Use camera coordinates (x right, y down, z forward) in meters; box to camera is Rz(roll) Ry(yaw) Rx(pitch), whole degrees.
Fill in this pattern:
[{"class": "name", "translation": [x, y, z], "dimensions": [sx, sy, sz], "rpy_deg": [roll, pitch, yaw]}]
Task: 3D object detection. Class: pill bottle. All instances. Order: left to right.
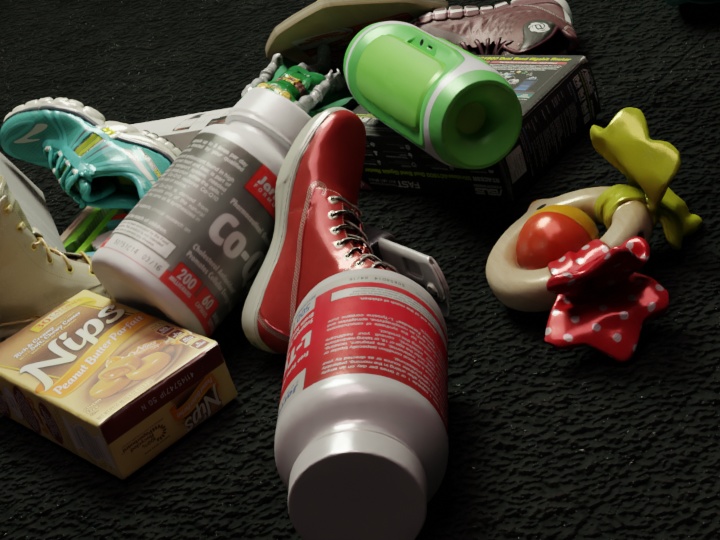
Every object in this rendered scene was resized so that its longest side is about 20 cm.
[{"class": "pill bottle", "translation": [-0.114, -0.045, 1.310], "dimensions": [0.114, 0.114, 0.200], "rpy_deg": [16, 62, 49]}, {"class": "pill bottle", "translation": [0.002, 0.093, 1.051], "dimensions": [0.112, 0.113, 0.200], "rpy_deg": [-14, 28, 11]}]

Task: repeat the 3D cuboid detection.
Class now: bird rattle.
[{"class": "bird rattle", "translation": [0.167, -0.010, 1.187], "dimensions": [0.162, 0.113, 0.201], "rpy_deg": [-10, 40, 42]}]

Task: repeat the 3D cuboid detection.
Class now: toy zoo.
[{"class": "toy zoo", "translation": [-0.189, -0.044, 1.519], "dimensions": [0.199, 0.021, 0.131], "rpy_deg": [-5, 31, 26]}]

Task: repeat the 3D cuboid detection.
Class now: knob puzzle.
[{"class": "knob puzzle", "translation": [-0.006, -0.252, 1.635], "dimensions": [0.218, 0.031, 0.220], "rpy_deg": [-9, -10, -2]}]

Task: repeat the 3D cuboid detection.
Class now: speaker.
[{"class": "speaker", "translation": [0.056, -0.149, 1.345], "dimensions": [0.088, 0.089, 0.200], "rpy_deg": [-27, 30, -13]}]

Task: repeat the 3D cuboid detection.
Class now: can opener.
[{"class": "can opener", "translation": [0.000, 0.000, 1.283], "dimensions": [0.067, 0.054, 0.200], "rpy_deg": [-32, 29, -24]}]

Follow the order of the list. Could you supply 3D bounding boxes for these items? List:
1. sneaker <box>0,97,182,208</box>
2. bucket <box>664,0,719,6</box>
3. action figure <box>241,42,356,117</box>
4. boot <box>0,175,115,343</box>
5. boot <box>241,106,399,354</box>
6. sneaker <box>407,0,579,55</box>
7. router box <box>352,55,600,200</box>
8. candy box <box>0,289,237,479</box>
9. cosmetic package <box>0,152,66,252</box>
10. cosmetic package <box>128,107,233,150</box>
[{"class": "sneaker", "translation": [-0.256, -0.102, 1.510], "dimensions": [0.199, 0.078, 0.080], "rpy_deg": [17, 52, 19]}, {"class": "bucket", "translation": [0.336, -0.358, 1.553], "dimensions": [0.134, 0.208, 0.208], "rpy_deg": [-18, 26, 25]}, {"class": "action figure", "translation": [-0.059, -0.175, 1.551], "dimensions": [0.117, 0.055, 0.200], "rpy_deg": [19, 25, 16]}, {"class": "boot", "translation": [-0.267, -0.016, 1.373], "dimensions": [0.199, 0.155, 0.072], "rpy_deg": [-31, 32, -17]}, {"class": "boot", "translation": [-0.005, -0.029, 1.227], "dimensions": [0.144, 0.072, 0.201], "rpy_deg": [2, 73, 49]}, {"class": "sneaker", "translation": [0.118, -0.209, 1.560], "dimensions": [0.199, 0.076, 0.116], "rpy_deg": [-19, 31, 1]}, {"class": "router box", "translation": [0.092, -0.132, 1.447], "dimensions": [0.199, 0.062, 0.150], "rpy_deg": [8, 40, 42]}, {"class": "candy box", "translation": [-0.201, 0.084, 1.261], "dimensions": [0.115, 0.056, 0.199], "rpy_deg": [-35, 32, -29]}, {"class": "cosmetic package", "translation": [-0.346, -0.031, 1.507], "dimensions": [0.107, 0.090, 0.200], "rpy_deg": [-43, 32, 0]}, {"class": "cosmetic package", "translation": [-0.170, -0.124, 1.598], "dimensions": [0.199, 0.051, 0.083], "rpy_deg": [-7, 15, 19]}]
